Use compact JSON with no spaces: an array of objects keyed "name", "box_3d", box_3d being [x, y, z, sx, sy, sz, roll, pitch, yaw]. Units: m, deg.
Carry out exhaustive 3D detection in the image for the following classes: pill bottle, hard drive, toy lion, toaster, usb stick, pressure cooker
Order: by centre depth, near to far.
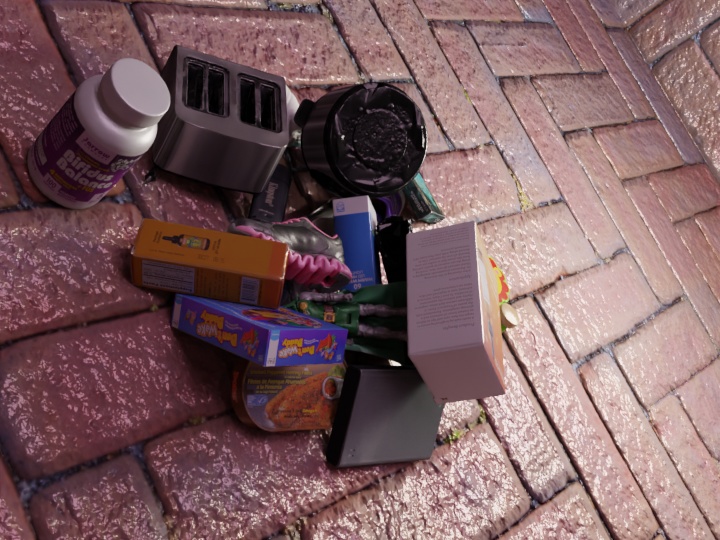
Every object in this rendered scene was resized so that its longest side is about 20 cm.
[{"name":"pill bottle","box_3d":[-0.324,-0.172,1.244,0.111,0.199,0.114,27,44,-30]},{"name":"hard drive","box_3d":[0.044,0.206,1.432,0.198,0.033,0.142,6,100,-46]},{"name":"toaster","box_3d":[-0.207,-0.214,1.445,0.178,0.119,0.202,13,51,-22]},{"name":"usb stick","box_3d":[-0.136,-0.107,1.502,0.055,0.033,0.201,24,30,-13]},{"name":"pressure cooker","box_3d":[0.000,-0.202,1.566,0.177,0.200,0.178,-21,103,-17]},{"name":"toy lion","box_3d":[0.197,0.022,1.792,0.198,0.069,0.194,21,41,-36]}]

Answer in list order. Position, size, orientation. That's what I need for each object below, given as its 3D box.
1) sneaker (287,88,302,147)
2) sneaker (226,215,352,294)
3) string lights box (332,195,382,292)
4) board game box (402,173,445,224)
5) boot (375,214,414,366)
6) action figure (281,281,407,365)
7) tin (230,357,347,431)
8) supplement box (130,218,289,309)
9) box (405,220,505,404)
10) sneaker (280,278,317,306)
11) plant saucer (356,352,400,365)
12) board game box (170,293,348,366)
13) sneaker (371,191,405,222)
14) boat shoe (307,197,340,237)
[{"name":"sneaker","box_3d":[-0.121,-0.224,1.611,0.088,0.075,0.201,44,32,-25]},{"name":"sneaker","box_3d":[-0.099,-0.039,1.385,0.198,0.079,0.097,22,51,-34]},{"name":"string lights box","box_3d":[0.000,0.000,1.508,0.103,0.058,0.203,58,26,-75]},{"name":"board game box","box_3d":[0.096,-0.148,1.761,0.136,0.028,0.200,59,10,5]},{"name":"boot","box_3d":[0.067,0.028,1.503,0.164,0.072,0.200,76,8,-47]},{"name":"action figure","box_3d":[-0.024,0.068,1.395,0.197,0.055,0.120,4,83,-13]},{"name":"tin","box_3d":[-0.093,0.158,1.351,0.198,0.041,0.114,7,84,-45]},{"name":"supplement box","box_3d":[-0.195,-0.008,1.300,0.197,0.069,0.067,12,48,-5]},{"name":"box","box_3d":[0.134,0.061,1.408,0.153,0.105,0.203,60,25,-52]},{"name":"sneaker","box_3d":[-0.095,0.042,1.457,0.201,0.074,0.087,55,20,-5]},{"name":"plant saucer","box_3d":[0.078,0.144,1.582,0.199,0.037,0.203,29,43,-31]},{"name":"board game box","box_3d":[-0.132,0.074,1.283,0.133,0.198,0.046,4,99,-45]},{"name":"sneaker","box_3d":[-0.001,-0.159,1.694,0.200,0.080,0.084,44,44,-16]},{"name":"boat shoe","box_3d":[-0.058,-0.068,1.590,0.200,0.056,0.068,-40,120,-49]}]
